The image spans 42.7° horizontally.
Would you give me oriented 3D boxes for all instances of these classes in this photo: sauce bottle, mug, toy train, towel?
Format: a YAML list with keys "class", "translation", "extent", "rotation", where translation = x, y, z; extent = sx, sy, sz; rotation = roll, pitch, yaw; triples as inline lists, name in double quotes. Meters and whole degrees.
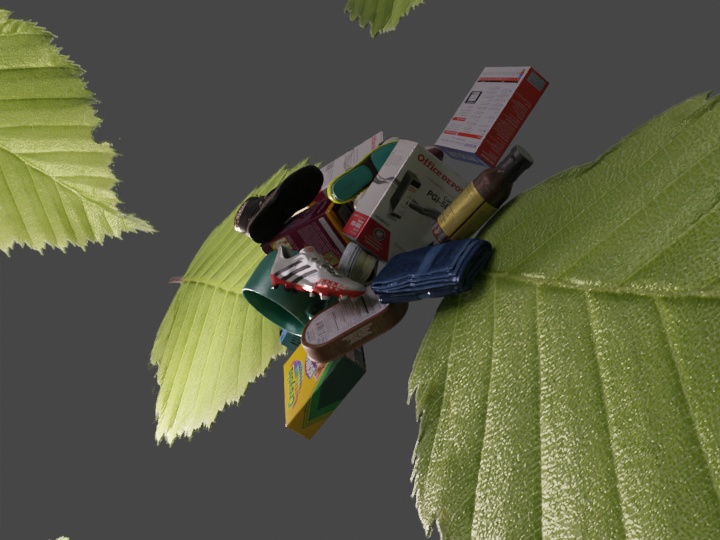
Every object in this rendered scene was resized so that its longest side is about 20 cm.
- class: "sauce bottle"
  translation: [0.200, -0.118, 1.494]
  extent: [0.200, 0.064, 0.065]
  rotation: [-45, 23, 24]
- class: "mug"
  translation: [-0.118, 0.042, 1.734]
  extent: [0.115, 0.183, 0.152]
  rotation: [-57, -9, -19]
- class: "toy train"
  translation: [-0.116, 0.083, 1.890]
  extent: [0.115, 0.086, 0.201]
  rotation: [-56, 20, 18]
- class: "towel"
  translation: [0.111, -0.002, 1.472]
  extent: [0.198, 0.049, 0.112]
  rotation: [-12, 32, 47]

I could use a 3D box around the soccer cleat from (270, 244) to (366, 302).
- class: "soccer cleat"
  translation: [-0.074, 0.003, 1.594]
  extent: [0.197, 0.068, 0.087]
  rotation: [9, 89, 36]

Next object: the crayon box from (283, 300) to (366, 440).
- class: "crayon box"
  translation: [-0.069, 0.177, 1.671]
  extent: [0.173, 0.058, 0.201]
  rotation: [-50, 21, 17]

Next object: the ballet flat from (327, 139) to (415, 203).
- class: "ballet flat"
  translation: [0.021, -0.187, 1.743]
  extent: [0.198, 0.068, 0.067]
  rotation: [-30, 2, -11]

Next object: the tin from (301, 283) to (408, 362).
- class: "tin"
  translation: [-0.012, 0.086, 1.581]
  extent: [0.198, 0.042, 0.112]
  rotation: [-29, 33, 3]

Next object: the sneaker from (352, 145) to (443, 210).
- class: "sneaker"
  translation: [0.085, -0.142, 1.699]
  extent: [0.199, 0.075, 0.091]
  rotation: [-38, 60, 8]

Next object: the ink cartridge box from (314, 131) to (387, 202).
- class: "ink cartridge box"
  translation: [-0.015, -0.196, 1.977]
  extent: [0.198, 0.085, 0.145]
  rotation: [-30, 22, 14]

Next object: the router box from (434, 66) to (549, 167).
- class: "router box"
  translation: [0.235, -0.284, 1.681]
  extent: [0.181, 0.048, 0.200]
  rotation: [-56, 20, 1]

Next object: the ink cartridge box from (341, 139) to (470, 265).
- class: "ink cartridge box"
  translation: [0.084, -0.106, 1.618]
  extent: [0.202, 0.146, 0.083]
  rotation: [-57, 22, -2]

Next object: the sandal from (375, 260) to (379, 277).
- class: "sandal"
  translation: [0.000, 0.000, 1.798]
  extent: [0.075, 0.045, 0.201]
  rotation: [-46, 23, 27]

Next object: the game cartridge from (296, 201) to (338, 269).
- class: "game cartridge"
  translation: [-0.113, -0.051, 1.967]
  extent: [0.032, 0.178, 0.199]
  rotation: [-31, 5, -37]

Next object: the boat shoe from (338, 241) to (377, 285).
- class: "boat shoe"
  translation: [-0.004, 0.003, 1.666]
  extent: [0.073, 0.061, 0.200]
  rotation: [-60, -6, -8]

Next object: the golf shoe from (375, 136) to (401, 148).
- class: "golf shoe"
  translation: [0.062, -0.185, 1.819]
  extent: [0.091, 0.073, 0.203]
  rotation: [-9, 49, 36]

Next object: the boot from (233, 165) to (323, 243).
- class: "boot"
  translation: [-0.174, -0.139, 1.884]
  extent: [0.201, 0.073, 0.150]
  rotation: [-50, 22, -13]

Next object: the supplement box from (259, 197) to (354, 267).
- class: "supplement box"
  translation: [-0.087, -0.062, 1.826]
  extent: [0.198, 0.111, 0.086]
  rotation: [-24, 22, 35]
